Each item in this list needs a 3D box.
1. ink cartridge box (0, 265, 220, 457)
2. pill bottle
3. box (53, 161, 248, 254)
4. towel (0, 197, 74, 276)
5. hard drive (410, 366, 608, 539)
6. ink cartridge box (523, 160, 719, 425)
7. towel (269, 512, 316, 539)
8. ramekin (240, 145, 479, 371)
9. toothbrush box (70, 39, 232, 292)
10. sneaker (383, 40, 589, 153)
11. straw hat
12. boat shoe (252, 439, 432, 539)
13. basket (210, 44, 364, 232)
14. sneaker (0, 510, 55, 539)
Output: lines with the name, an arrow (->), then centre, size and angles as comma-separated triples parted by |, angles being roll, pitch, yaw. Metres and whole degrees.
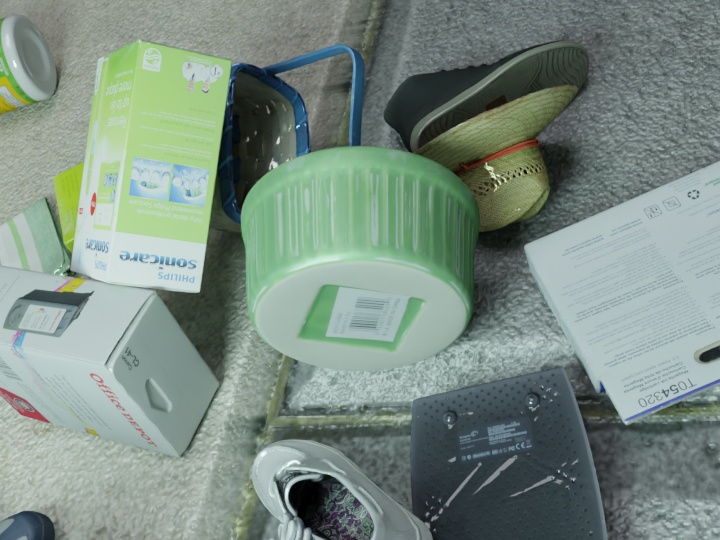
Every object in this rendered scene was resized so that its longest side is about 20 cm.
ink cartridge box -> -0.246, 0.077, 0.933 | 0.200, 0.148, 0.086 | 7, 54, 27
pill bottle -> -0.505, -0.246, 1.362 | 0.200, 0.111, 0.111 | -16, 46, 11
box -> -0.229, -0.096, 1.150 | 0.200, 0.048, 0.122 | -27, 45, 1
towel -> -0.415, 0.010, 1.156 | 0.200, 0.023, 0.153 | -32, 45, -5
hard drive -> 0.107, 0.170, 0.765 | 0.135, 0.042, 0.200 | -15, 46, 12
ink cartridge box -> 0.256, 0.017, 0.836 | 0.196, 0.043, 0.200 | -23, 47, 2
towel -> -0.009, 0.254, 0.632 | 0.024, 0.200, 0.147 | -12, 46, 21
ramekin -> 0.000, 0.000, 0.862 | 0.200, 0.200, 0.098 | -11, 54, 15
toothbrush box -> -0.187, -0.088, 0.930 | 0.146, 0.086, 0.200 | 10, 93, 63
sneaker -> 0.120, -0.185, 1.053 | 0.200, 0.075, 0.106 | -27, 37, -7
straw hat -> 0.120, -0.080, 0.944 | 0.201, 0.201, 0.085 | -24, 83, 3
boat shoe -> -0.032, 0.171, 0.787 | 0.072, 0.069, 0.200 | -54, 38, -4
basket -> -0.084, -0.117, 1.014 | 0.200, 0.139, 0.176 | -3, 81, 35
sneaker -> -0.341, 0.262, 0.856 | 0.200, 0.082, 0.070 | -44, 47, -16
